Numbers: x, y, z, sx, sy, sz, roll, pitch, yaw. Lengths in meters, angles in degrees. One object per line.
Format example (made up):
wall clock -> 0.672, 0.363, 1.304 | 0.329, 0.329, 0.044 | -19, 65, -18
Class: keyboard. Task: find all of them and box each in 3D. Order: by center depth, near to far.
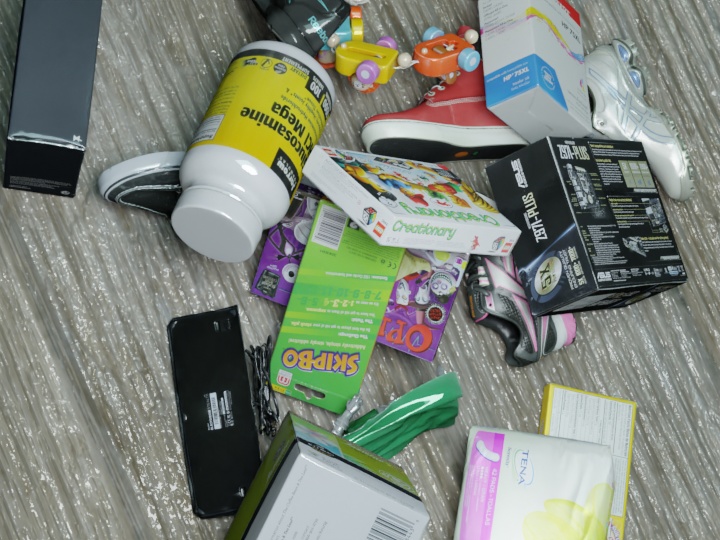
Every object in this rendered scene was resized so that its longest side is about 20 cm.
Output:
keyboard -> -0.127, 0.138, 1.503 | 0.103, 0.040, 0.203 | -10, 78, 4

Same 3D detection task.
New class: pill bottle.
pill bottle -> -0.106, -0.113, 1.460 | 0.111, 0.113, 0.202 | 27, 59, -8

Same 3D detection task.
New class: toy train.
toy train -> 0.023, -0.233, 1.607 | 0.149, 0.056, 0.199 | -27, 46, -34

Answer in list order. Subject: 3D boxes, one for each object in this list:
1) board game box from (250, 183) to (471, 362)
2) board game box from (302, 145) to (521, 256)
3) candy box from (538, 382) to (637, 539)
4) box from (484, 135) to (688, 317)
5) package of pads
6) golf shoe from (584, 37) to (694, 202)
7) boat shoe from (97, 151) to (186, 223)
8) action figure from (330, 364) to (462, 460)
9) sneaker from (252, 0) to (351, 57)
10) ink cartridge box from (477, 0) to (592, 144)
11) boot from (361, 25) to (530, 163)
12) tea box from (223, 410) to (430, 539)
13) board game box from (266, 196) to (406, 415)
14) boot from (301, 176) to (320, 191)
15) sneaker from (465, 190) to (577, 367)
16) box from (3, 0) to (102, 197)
board game box -> 0.000, 0.000, 1.517 | 0.198, 0.032, 0.121 | 20, 110, 6
board game box -> 0.052, -0.066, 1.476 | 0.199, 0.035, 0.126 | 4, 32, -49
candy box -> 0.229, 0.226, 1.584 | 0.101, 0.026, 0.203 | 14, 71, -13
box -> 0.238, -0.047, 1.585 | 0.199, 0.086, 0.166 | -4, 74, -52
package of pads -> 0.170, 0.263, 1.512 | 0.152, 0.068, 0.203 | 8, 72, 6
golf shoe -> 0.298, -0.155, 1.702 | 0.096, 0.078, 0.202 | -26, 77, -5
boat shoe -> -0.162, -0.072, 1.522 | 0.197, 0.074, 0.069 | 0, 64, -28
action figure -> 0.004, 0.163, 1.504 | 0.198, 0.119, 0.055 | -27, 57, -13
sneaker -> -0.066, -0.276, 1.561 | 0.079, 0.200, 0.076 | -38, 128, 4
ink cartridge box -> 0.186, -0.244, 1.638 | 0.116, 0.067, 0.202 | 31, 48, -45
boot -> 0.083, -0.193, 1.637 | 0.198, 0.072, 0.146 | -4, 75, -27
tea box -> -0.048, 0.258, 1.367 | 0.132, 0.197, 0.202 | 26, 93, -9
board game box -> -0.023, 0.037, 1.501 | 0.094, 0.030, 0.202 | 19, 103, 4
boot -> 0.019, -0.050, 1.569 | 0.201, 0.073, 0.096 | 52, 25, -3
sneaker -> 0.142, 0.011, 1.590 | 0.086, 0.080, 0.201 | -35, 86, -22
box -> -0.297, -0.192, 1.477 | 0.078, 0.141, 0.203 | 8, 72, -15
